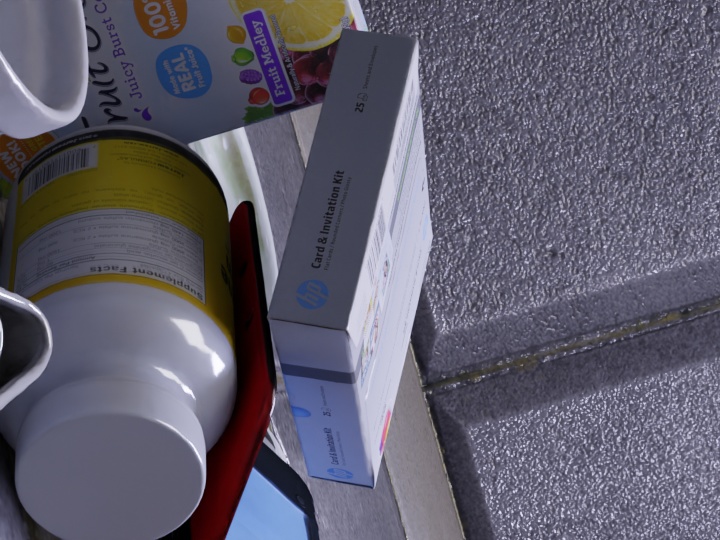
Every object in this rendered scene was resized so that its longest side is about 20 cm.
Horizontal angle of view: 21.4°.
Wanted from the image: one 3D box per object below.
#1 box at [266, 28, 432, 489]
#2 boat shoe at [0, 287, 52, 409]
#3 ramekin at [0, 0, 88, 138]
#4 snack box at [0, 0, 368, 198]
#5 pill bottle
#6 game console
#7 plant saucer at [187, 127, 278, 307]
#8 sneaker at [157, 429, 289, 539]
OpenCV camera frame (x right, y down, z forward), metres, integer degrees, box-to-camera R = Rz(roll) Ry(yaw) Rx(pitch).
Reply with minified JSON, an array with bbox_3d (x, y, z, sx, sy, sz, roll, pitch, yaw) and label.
[{"bbox_3d":[0.000,0.000,0.944,0.200,0.041,0.156,79,23,-63],"label":"box"},{"bbox_3d":[-0.162,0.024,0.679,0.200,0.065,0.074,-23,97,-84],"label":"boat shoe"},{"bbox_3d":[-0.185,-0.135,0.704,0.200,0.105,0.200,-15,90,-84],"label":"ramekin"},{"bbox_3d":[-0.107,-0.132,0.940,0.053,0.200,0.142,-95,168,-62],"label":"snack box"},{"bbox_3d":[-0.114,0.029,0.879,0.200,0.112,0.112,-98,170,-52],"label":"pill bottle"},{"bbox_3d":[-0.039,0.094,0.962,0.172,0.119,0.200,45,16,-26],"label":"game console"},{"bbox_3d":[-0.099,-0.058,1.106,0.200,0.050,0.200,-15,90,-84],"label":"plant saucer"},{"bbox_3d":[-0.082,0.137,1.079,0.200,0.074,0.079,-100,166,-45],"label":"sneaker"}]
